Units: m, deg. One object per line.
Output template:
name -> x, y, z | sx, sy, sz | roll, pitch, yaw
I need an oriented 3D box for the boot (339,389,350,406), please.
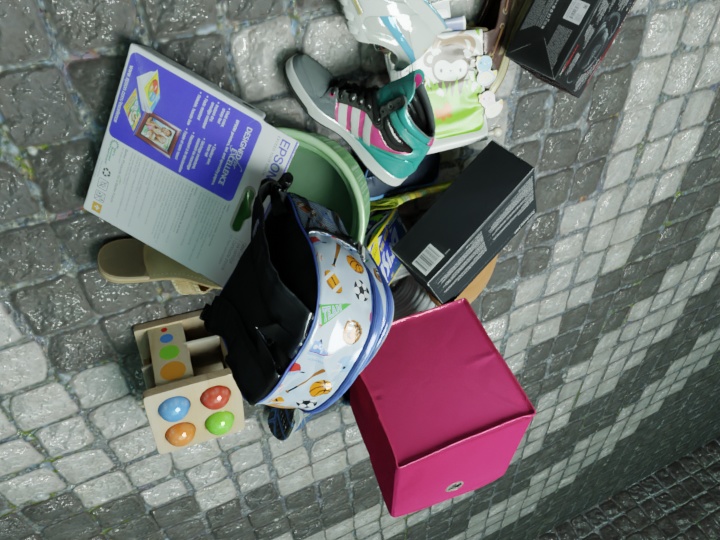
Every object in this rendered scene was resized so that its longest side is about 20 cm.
boot -> 0.022, 0.170, 0.895 | 0.095, 0.074, 0.201 | -39, 166, -35

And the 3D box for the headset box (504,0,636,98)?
headset box -> 0.282, -0.319, 0.697 | 0.199, 0.077, 0.150 | -19, 139, -58

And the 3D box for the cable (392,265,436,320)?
cable -> 0.057, 0.030, 0.907 | 0.198, 0.069, 0.201 | 2, 124, -32

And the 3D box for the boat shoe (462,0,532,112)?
boat shoe -> 0.161, -0.300, 0.699 | 0.071, 0.072, 0.201 | 16, 116, -26

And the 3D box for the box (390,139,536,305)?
box -> 0.150, -0.057, 0.747 | 0.200, 0.079, 0.141 | -47, 152, 0

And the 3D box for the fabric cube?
fabric cube -> 0.101, 0.198, 0.768 | 0.194, 0.201, 0.200 | -16, 142, -12

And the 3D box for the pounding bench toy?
pounding bench toy -> -0.246, 0.190, 0.793 | 0.123, 0.156, 0.202 | -12, 131, -20

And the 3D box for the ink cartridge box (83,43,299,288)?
ink cartridge box -> -0.186, -0.105, 0.588 | 0.199, 0.043, 0.199 | 30, 113, 0

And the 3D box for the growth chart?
growth chart -> 0.101, -0.244, 0.680 | 0.143, 0.018, 0.201 | -20, 118, 8

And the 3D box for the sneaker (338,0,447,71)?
sneaker -> 0.003, -0.301, 0.579 | 0.199, 0.077, 0.081 | 32, 117, -28

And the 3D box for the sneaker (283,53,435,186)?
sneaker -> 0.014, -0.199, 0.619 | 0.200, 0.084, 0.120 | 40, 133, -18

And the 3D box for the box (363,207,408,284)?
box -> 0.000, 0.000, 0.736 | 0.070, 0.064, 0.201 | 59, 45, -27

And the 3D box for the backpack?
backpack -> -0.059, 0.042, 0.530 | 0.153, 0.191, 0.201 | 18, 117, -26

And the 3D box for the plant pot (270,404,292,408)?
plant pot -> -0.102, 0.102, 0.779 | 0.198, 0.141, 0.202 | -3, 131, -3

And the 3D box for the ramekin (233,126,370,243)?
ramekin -> -0.082, -0.075, 0.653 | 0.198, 0.098, 0.202 | 4, 110, 11

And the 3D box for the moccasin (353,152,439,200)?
moccasin -> 0.027, -0.148, 0.746 | 0.199, 0.080, 0.069 | -21, 131, -35

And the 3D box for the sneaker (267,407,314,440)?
sneaker -> -0.103, 0.217, 0.976 | 0.077, 0.076, 0.201 | -8, 134, -54

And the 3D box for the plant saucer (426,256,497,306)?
plant saucer -> 0.178, -0.029, 0.896 | 0.199, 0.032, 0.203 | -18, 116, -41

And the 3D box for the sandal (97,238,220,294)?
sandal -> -0.237, -0.002, 0.721 | 0.209, 0.078, 0.070 | 2, 157, -24

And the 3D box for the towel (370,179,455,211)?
towel -> 0.109, -0.116, 0.790 | 0.198, 0.086, 0.018 | -18, 102, -29
